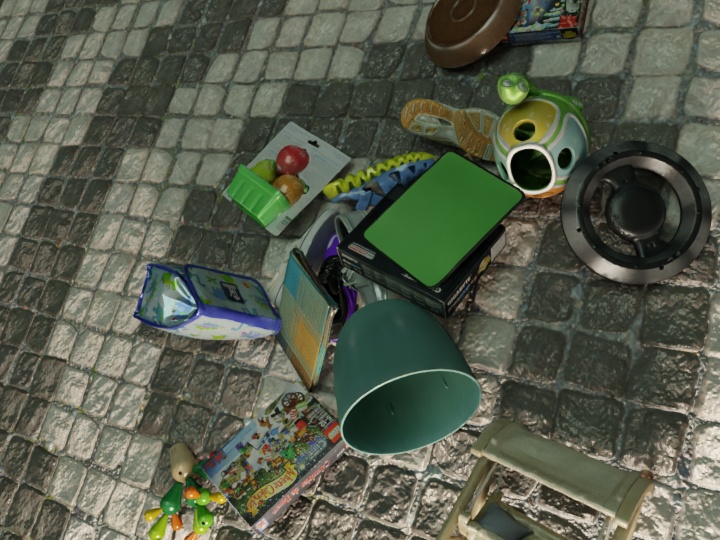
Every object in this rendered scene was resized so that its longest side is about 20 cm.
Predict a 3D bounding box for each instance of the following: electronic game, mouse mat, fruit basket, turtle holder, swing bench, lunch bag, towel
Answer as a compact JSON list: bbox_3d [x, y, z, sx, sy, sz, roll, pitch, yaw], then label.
[{"bbox_3d":[0.376,-0.080,0.939,0.199,0.042,0.201,-1,83,7],"label":"electronic game"},{"bbox_3d":[0.116,-0.078,0.986,0.200,0.008,0.161,-45,54,-8],"label":"mouse mat"},{"bbox_3d":[-0.140,-0.172,1.281,0.200,0.094,0.185,-45,55,-14],"label":"fruit basket"},{"bbox_3d":[0.261,-0.192,0.989,0.141,0.186,0.132,15,40,17],"label":"turtle holder"},{"bbox_3d":[0.226,0.305,0.843,0.199,0.130,0.200,18,79,33],"label":"swing bench"},{"bbox_3d":[-0.255,0.061,1.154,0.200,0.170,0.128,15,89,45],"label":"lunch bag"},{"bbox_3d":[-0.091,0.081,1.096,0.147,0.022,0.200,53,143,37],"label":"towel"}]

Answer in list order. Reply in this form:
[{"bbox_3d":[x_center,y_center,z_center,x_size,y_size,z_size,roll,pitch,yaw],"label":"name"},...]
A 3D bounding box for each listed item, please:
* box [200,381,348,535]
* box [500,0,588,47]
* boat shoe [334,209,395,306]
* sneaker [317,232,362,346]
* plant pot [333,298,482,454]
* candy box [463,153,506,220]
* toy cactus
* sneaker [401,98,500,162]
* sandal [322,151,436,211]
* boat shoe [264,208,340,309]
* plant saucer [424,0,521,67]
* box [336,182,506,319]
[{"bbox_3d":[-0.127,0.283,1.056,0.200,0.038,0.136,-41,53,-19],"label":"box"},{"bbox_3d":[0.322,-0.482,1.169,0.137,0.040,0.201,5,73,30],"label":"box"},{"bbox_3d":[0.000,-0.001,1.091,0.070,0.071,0.201,136,125,-59],"label":"boat shoe"},{"bbox_3d":[-0.040,0.018,1.123,0.069,0.100,0.201,-9,66,23],"label":"sneaker"},{"bbox_3d":[0.050,0.138,0.974,0.200,0.201,0.161,-32,47,14],"label":"plant pot"},{"bbox_3d":[0.119,-0.087,1.108,0.200,0.056,0.117,-30,59,14],"label":"candy box"},{"bbox_3d":[-0.290,0.359,1.136,0.200,0.102,0.165,-50,45,12],"label":"toy cactus"},{"bbox_3d":[0.169,-0.237,1.134,0.200,0.088,0.076,24,103,11],"label":"sneaker"},{"bbox_3d":[0.041,-0.143,1.174,0.200,0.079,0.087,-21,98,12],"label":"sandal"},{"bbox_3d":[-0.105,-0.026,1.201,0.070,0.071,0.200,30,92,31],"label":"boat shoe"},{"bbox_3d":[0.188,-0.455,1.209,0.200,0.034,0.201,-22,56,36],"label":"plant saucer"},{"bbox_3d":[0.090,-0.035,1.012,0.200,0.046,0.159,28,63,32],"label":"box"}]
